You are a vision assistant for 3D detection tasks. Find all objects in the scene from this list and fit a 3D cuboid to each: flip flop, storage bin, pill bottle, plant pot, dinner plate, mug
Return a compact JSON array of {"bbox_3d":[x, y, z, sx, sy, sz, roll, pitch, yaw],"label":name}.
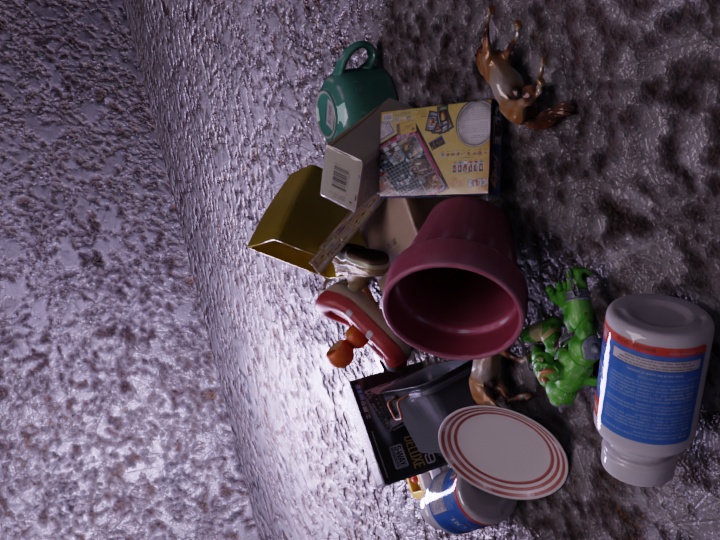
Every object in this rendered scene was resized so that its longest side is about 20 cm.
[{"bbox_3d":[-0.047,0.032,1.726,0.200,0.081,0.058,153,118,-71],"label":"flip flop"},{"bbox_3d":[0.133,0.246,1.355,0.135,0.145,0.200,65,155,3],"label":"storage bin"},{"bbox_3d":[0.324,0.138,0.877,0.112,0.112,0.201,37,133,56],"label":"pill bottle"},{"bbox_3d":[0.143,-0.001,1.113,0.200,0.199,0.179,107,-179,-48],"label":"plant pot"},{"bbox_3d":[-0.087,-0.101,1.581,0.200,0.199,0.177,-6,64,66],"label":"plant pot"},{"bbox_3d":[0.216,0.273,1.183,0.199,0.024,0.201,13,130,16],"label":"dinner plate"},{"bbox_3d":[0.178,0.391,1.338,0.113,0.112,0.200,69,156,18],"label":"pill bottle"},{"bbox_3d":[-0.018,-0.308,1.436,0.152,0.114,0.186,-32,72,65],"label":"mug"}]

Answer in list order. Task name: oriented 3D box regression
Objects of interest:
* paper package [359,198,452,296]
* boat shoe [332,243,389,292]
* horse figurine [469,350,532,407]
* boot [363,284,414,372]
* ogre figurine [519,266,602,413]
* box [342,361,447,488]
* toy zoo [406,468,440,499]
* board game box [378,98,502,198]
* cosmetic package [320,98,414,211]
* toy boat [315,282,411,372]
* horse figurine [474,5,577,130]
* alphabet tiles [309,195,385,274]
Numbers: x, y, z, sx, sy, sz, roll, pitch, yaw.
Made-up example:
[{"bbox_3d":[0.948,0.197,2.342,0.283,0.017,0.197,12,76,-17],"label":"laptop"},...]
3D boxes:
[{"bbox_3d":[0.100,-0.039,1.320,0.200,0.103,0.191,-44,61,61],"label":"paper package"},{"bbox_3d":[0.000,0.000,1.341,0.200,0.071,0.076,-152,66,-73],"label":"boat shoe"},{"bbox_3d":[0.211,0.158,1.214,0.132,0.050,0.201,10,106,55],"label":"horse figurine"},{"bbox_3d":[0.042,0.088,1.566,0.188,0.068,0.200,100,150,-61],"label":"boot"},{"bbox_3d":[0.271,0.099,1.026,0.200,0.098,0.120,-55,31,39],"label":"ogre figurine"},{"bbox_3d":[0.073,0.288,1.464,0.201,0.157,0.050,70,155,18],"label":"box"},{"bbox_3d":[0.117,0.385,1.578,0.131,0.020,0.201,-42,62,63],"label":"toy zoo"},{"bbox_3d":[0.116,-0.178,1.170,0.200,0.035,0.136,4,92,40],"label":"board game box"},{"bbox_3d":[0.020,-0.196,1.295,0.073,0.200,0.104,27,133,18],"label":"cosmetic package"},{"bbox_3d":[-0.011,0.121,1.407,0.200,0.131,0.131,43,170,16],"label":"toy boat"},{"bbox_3d":[0.205,-0.257,1.040,0.200,0.050,0.133,61,164,21],"label":"horse figurine"},{"bbox_3d":[-0.029,-0.069,1.377,0.008,0.167,0.200,41,179,-11],"label":"alphabet tiles"}]
